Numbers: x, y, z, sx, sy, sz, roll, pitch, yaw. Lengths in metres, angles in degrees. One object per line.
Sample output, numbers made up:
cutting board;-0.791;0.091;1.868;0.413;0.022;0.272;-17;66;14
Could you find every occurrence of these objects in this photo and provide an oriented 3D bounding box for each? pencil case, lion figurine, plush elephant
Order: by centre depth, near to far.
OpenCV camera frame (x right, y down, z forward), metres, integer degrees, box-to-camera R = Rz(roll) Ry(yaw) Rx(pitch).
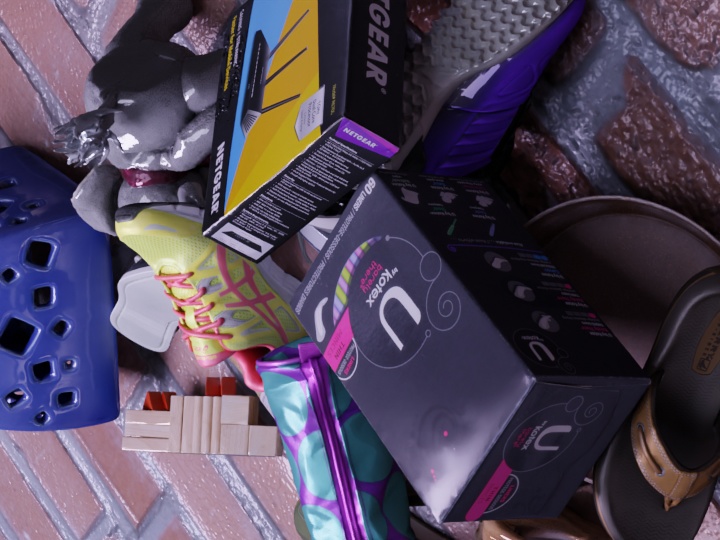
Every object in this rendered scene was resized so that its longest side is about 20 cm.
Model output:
lion figurine;0.121;0.182;1.411;0.122;0.073;0.200;25;169;20
pencil case;-0.010;0.142;1.485;0.092;0.085;0.201;-70;-36;-86
plush elephant;-0.139;-0.090;1.564;0.164;0.200;0.155;19;138;32

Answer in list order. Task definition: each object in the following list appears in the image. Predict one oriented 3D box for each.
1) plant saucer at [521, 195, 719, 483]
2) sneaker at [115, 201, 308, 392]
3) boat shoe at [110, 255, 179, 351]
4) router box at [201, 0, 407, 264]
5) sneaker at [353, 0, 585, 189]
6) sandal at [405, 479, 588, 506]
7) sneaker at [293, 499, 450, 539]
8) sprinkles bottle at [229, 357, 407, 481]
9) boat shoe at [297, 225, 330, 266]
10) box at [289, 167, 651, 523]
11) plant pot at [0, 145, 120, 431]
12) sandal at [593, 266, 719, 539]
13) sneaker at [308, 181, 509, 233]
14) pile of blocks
plant saucer;0.173;0.045;1.347;0.200;0.034;0.201;9;111;24
sneaker;-0.104;0.021;1.495;0.078;0.090;0.200;-1;149;46
boat shoe;-0.150;0.009;1.634;0.076;0.060;0.200;31;159;-12
router box;-0.035;-0.124;1.366;0.149;0.051;0.200;-37;37;38
sneaker;0.077;-0.112;1.370;0.200;0.099;0.070;-42;45;10
sandal;0.101;0.131;1.475;0.200;0.082;0.055;-21;69;55
sneaker;0.003;0.224;1.588;0.200;0.090;0.067;22;122;39
sprinkles bottle;-0.035;0.099;1.592;0.200;0.068;0.068;51;136;18
boat shoe;0.004;-0.002;1.516;0.202;0.075;0.086;42;141;16
box;0.063;0.045;1.297;0.200;0.106;0.122;53;125;37
plant pot;-0.324;0.025;1.746;0.200;0.179;0.201;34;131;54
sandal;0.202;0.095;1.275;0.055;0.082;0.200;-107;36;-63
sneaker;0.010;-0.040;1.452;0.200;0.074;0.079;20;155;18
pile of blocks;-0.115;0.118;1.684;0.200;0.082;0.062;-4;81;52
